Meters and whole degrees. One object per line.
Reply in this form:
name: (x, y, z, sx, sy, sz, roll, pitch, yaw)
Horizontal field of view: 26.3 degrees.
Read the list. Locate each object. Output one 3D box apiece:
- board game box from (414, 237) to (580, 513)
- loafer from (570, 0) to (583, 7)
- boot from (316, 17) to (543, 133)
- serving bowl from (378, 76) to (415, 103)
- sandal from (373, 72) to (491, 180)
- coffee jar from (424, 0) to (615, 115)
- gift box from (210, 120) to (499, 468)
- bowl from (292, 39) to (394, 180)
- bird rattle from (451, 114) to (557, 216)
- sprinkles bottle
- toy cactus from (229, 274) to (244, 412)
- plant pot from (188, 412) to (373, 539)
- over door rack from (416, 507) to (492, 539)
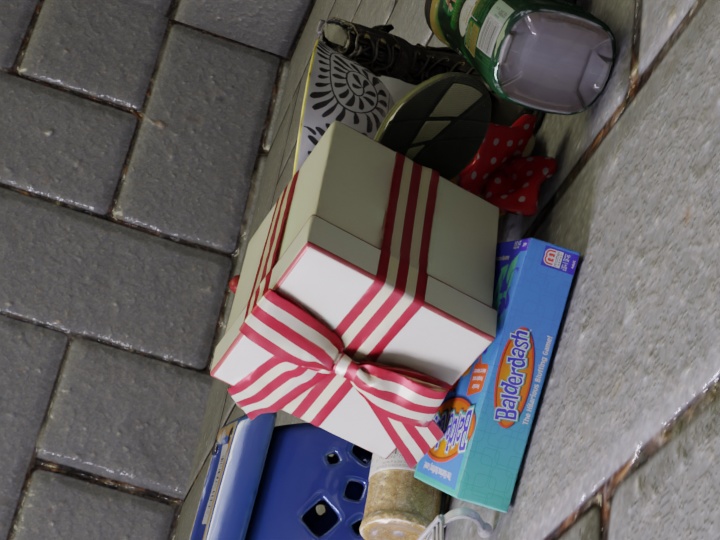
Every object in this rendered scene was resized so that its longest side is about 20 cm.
board game box: (0.103, 0.078, 1.201, 0.152, 0.045, 0.201, 168, 118, -79)
loafer: (0.148, -0.225, 1.425, 0.200, 0.063, 0.072, 168, 118, -79)
boot: (0.061, -0.181, 1.424, 0.200, 0.174, 0.069, 34, 108, 57)
serving bowl: (0.034, -0.117, 1.685, 0.200, 0.066, 0.200, -37, -34, -31)
sandal: (0.034, -0.089, 1.267, 0.201, 0.080, 0.057, -55, 24, 36)
coffee jar: (0.125, -0.200, 1.276, 0.200, 0.104, 0.086, -121, 47, -61)
gift box: (-0.002, 0.034, 1.210, 0.187, 0.184, 0.200, -80, 17, -51)
bowl: (-0.008, -0.097, 1.367, 0.201, 0.094, 0.202, 9, -90, -90)
bird rattle: (0.100, -0.072, 1.348, 0.200, 0.112, 0.163, -62, -2, 37)
sprinkles bottle: (0.046, 0.143, 1.340, 0.068, 0.068, 0.201, 121, 164, -54)
toy cactus: (-0.073, 0.074, 1.467, 0.102, 0.200, 0.165, -6, -43, -52)
plant pot: (-0.059, 0.232, 1.448, 0.200, 0.179, 0.201, 142, 144, -76)
over door rack: (0.027, 0.285, 1.148, 0.200, 0.067, 0.148, -41, 26, 31)
